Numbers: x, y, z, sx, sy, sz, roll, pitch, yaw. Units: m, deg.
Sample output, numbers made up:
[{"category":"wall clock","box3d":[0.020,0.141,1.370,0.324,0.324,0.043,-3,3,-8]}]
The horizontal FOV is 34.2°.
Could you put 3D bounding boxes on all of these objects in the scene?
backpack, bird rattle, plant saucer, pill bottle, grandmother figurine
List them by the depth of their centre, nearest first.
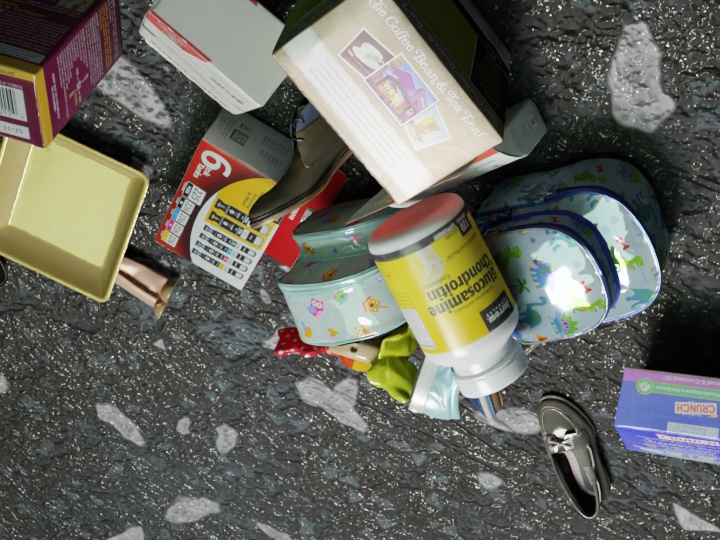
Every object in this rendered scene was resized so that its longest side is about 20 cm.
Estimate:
[{"category":"pill bottle","box3d":[0.098,0.029,1.231,0.112,0.112,0.201,-19,108,35]},{"category":"backpack","box3d":[0.232,-0.016,1.289,0.199,0.147,0.184,-16,112,30]},{"category":"backpack","box3d":[0.000,0.000,1.378,0.175,0.200,0.154,-6,117,30]},{"category":"bird rattle","box3d":[-0.009,0.105,1.526,0.198,0.114,0.163,8,175,7]},{"category":"plant saucer","box3d":[-0.388,-0.087,1.547,0.199,0.048,0.201,26,114,1]},{"category":"grandmother figurine","box3d":[-0.354,-0.011,1.629,0.199,0.061,0.122,27,127,-5]}]

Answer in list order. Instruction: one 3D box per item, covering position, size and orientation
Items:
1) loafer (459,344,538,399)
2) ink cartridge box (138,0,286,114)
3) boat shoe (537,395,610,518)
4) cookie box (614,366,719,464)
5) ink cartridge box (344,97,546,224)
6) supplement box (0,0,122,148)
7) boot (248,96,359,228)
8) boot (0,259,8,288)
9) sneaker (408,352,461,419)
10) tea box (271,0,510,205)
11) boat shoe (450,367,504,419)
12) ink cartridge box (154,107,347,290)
[{"category":"loafer","box3d":[0.175,0.086,1.477,0.200,0.067,0.076,-39,83,27]},{"category":"ink cartridge box","box3d":[-0.149,-0.244,1.232,0.147,0.083,0.200,39,176,-14]},{"category":"boat shoe","box3d":[0.290,0.255,1.585,0.066,0.057,0.201,-10,126,31]},{"category":"cookie box","box3d":[0.398,0.178,1.389,0.170,0.076,0.200,7,166,18]},{"category":"ink cartridge box","box3d":[0.094,-0.100,1.245,0.162,0.200,0.057,-22,110,38]},{"category":"supplement box","box3d":[-0.370,-0.247,1.316,0.130,0.201,0.104,15,135,10]},{"category":"boot","box3d":[-0.066,-0.137,1.318,0.097,0.200,0.075,54,168,-15]},{"category":"boot","box3d":[-0.539,-0.060,1.658,0.150,0.073,0.201,-15,118,33]},{"category":"sneaker","box3d":[0.125,0.090,1.437,0.081,0.074,0.201,18,107,-1]},{"category":"tea box","box3d":[0.039,-0.213,1.155,0.133,0.197,0.200,-31,114,26]},{"category":"boat shoe","box3d":[0.140,0.085,1.355,0.072,0.072,0.201,43,159,54]},{"category":"ink cartridge box","box3d":[-0.137,-0.078,1.451,0.175,0.084,0.200,29,135,-5]}]
